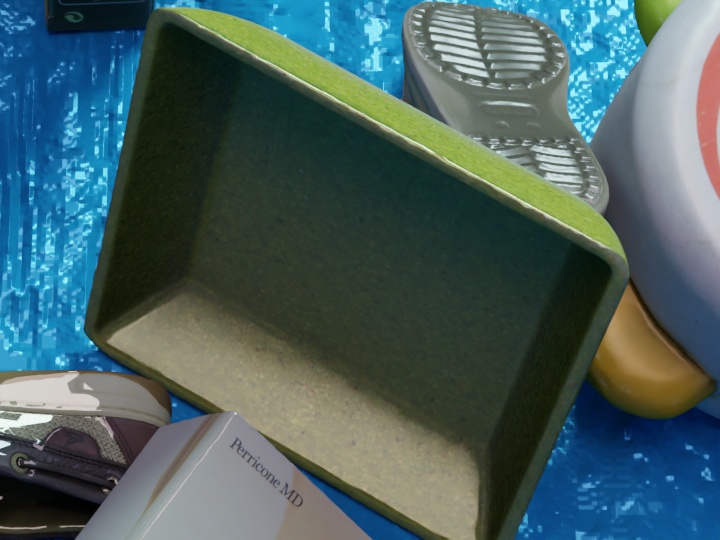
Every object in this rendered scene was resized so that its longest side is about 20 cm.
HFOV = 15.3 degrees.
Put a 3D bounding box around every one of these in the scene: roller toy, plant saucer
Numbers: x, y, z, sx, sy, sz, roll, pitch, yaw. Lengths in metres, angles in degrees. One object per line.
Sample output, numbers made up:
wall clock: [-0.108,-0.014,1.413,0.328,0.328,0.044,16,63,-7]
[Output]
roller toy: [0.185,-0.029,1.094,0.182,0.140,0.201,12,71,-5]
plant saucer: [0.000,0.000,1.035,0.199,0.200,0.048,29,49,10]

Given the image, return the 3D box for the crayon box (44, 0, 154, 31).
crayon box: [-0.119,-0.223,1.171,0.051,0.126,0.201,-3,63,-8]

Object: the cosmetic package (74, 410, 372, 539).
cosmetic package: [-0.081,0.160,0.988,0.105,0.071,0.200,43,64,-16]

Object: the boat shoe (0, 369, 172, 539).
boat shoe: [-0.170,0.080,1.040,0.200,0.072,0.066,-3,58,-12]

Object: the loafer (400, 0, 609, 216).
loafer: [0.052,-0.050,1.110,0.075,0.069,0.200,7,30,-10]
